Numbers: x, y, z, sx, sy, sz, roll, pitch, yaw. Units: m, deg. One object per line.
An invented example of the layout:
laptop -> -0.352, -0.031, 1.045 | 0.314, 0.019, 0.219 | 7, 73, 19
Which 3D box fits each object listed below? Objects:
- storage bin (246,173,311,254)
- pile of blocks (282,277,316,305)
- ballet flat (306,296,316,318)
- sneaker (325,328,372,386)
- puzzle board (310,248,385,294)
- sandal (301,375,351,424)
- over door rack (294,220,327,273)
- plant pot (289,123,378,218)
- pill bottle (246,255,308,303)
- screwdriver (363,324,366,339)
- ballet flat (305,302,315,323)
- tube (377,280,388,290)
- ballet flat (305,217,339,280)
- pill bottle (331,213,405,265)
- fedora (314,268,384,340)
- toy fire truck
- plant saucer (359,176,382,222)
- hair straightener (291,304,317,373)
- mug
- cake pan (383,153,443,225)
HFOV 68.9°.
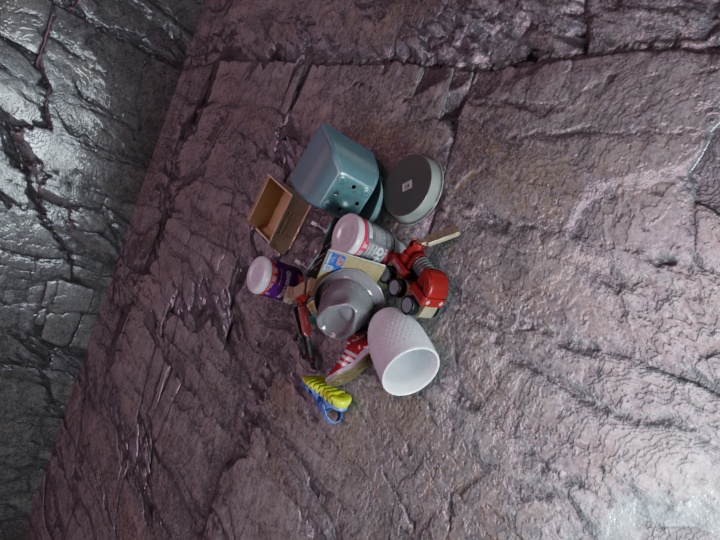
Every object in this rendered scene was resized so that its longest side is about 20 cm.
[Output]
storage bin -> -0.288, -0.193, 1.816 | 0.200, 0.092, 0.202 | 40, 105, 45
pile of blocks -> -0.141, 0.069, 1.519 | 0.196, 0.082, 0.063 | -22, 42, 23
ballet flat -> -0.054, 0.073, 1.455 | 0.196, 0.072, 0.071 | -27, 46, -15
sneaker -> -0.031, 0.220, 1.418 | 0.199, 0.071, 0.114 | -40, 55, 20
puzzle board -> -0.035, 0.022, 1.342 | 0.201, 0.147, 0.018 | 118, 166, -51
sandal -> -0.105, 0.354, 1.449 | 0.198, 0.078, 0.090 | 25, 108, 51
over door rack -> -0.131, -0.059, 1.624 | 0.199, 0.066, 0.151 | 31, 99, 47
plant pot -> -0.061, -0.247, 1.468 | 0.198, 0.193, 0.202 | -53, 33, 22
pill bottle -> -0.243, 0.034, 1.610 | 0.111, 0.197, 0.116 | -18, 64, 40
screwdriver -> 0.022, 0.092, 1.412 | 0.029, 0.027, 0.205 | -37, 36, 58
ballet flat -> -0.104, 0.111, 1.538 | 0.196, 0.073, 0.077 | -10, 69, 42
tube -> 0.000, 0.000, 1.428 | 0.197, 0.052, 0.059 | 26, 85, 30
ballet flat -> -0.089, -0.051, 1.525 | 0.067, 0.068, 0.204 | 31, 107, 12
pill bottle -> 0.029, -0.065, 1.361 | 0.109, 0.197, 0.114 | -18, 63, 41
fedora -> -0.042, 0.101, 1.309 | 0.198, 0.178, 0.091 | -32, 15, 34
toy fire truck -> 0.165, -0.010, 1.275 | 0.203, 0.126, 0.177 | -60, 43, 26
plant saucer -> 0.015, -0.174, 1.508 | 0.201, 0.038, 0.205 | -46, 31, 38
hair straightener -> -0.166, 0.205, 1.550 | 0.076, 0.040, 0.206 | -16, 90, 49
mug -> 0.086, 0.200, 1.267 | 0.177, 0.143, 0.204 | -118, 30, -49
cake pan -> 0.136, -0.226, 1.424 | 0.197, 0.036, 0.206 | -18, 64, 41
